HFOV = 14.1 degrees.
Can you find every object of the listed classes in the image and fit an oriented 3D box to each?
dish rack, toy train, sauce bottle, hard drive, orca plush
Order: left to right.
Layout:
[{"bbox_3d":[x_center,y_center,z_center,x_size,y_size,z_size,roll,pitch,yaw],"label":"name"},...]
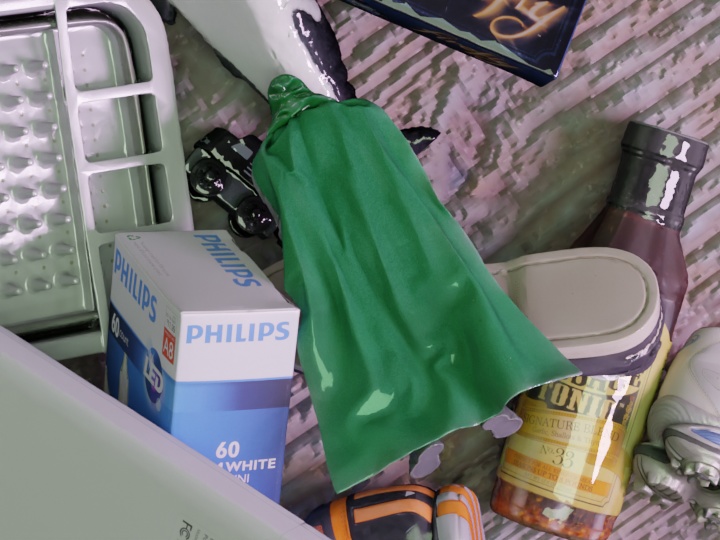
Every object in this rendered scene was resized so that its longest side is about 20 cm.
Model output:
[{"bbox_3d":[-0.178,-0.039,1.339,0.199,0.043,0.172,-11,96,-30],"label":"dish rack"},{"bbox_3d":[-0.110,0.126,1.282,0.200,0.027,0.132,31,118,24],"label":"hard drive"},{"bbox_3d":[-0.034,-0.134,1.366,0.200,0.105,0.071,43,58,-5],"label":"orca plush"},{"bbox_3d":[0.000,0.000,1.399,0.200,0.034,0.046,39,79,-7],"label":"toy train"},{"bbox_3d":[0.117,0.028,1.397,0.066,0.066,0.201,15,92,-7],"label":"sauce bottle"}]

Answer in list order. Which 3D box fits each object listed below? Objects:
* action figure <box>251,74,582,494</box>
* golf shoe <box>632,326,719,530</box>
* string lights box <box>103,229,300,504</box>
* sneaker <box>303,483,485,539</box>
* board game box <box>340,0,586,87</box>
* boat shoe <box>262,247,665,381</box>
[{"bbox_3d":[0.005,-0.007,1.304,0.118,0.055,0.200,-23,66,-5],"label":"action figure"},{"bbox_3d":[0.226,0.097,1.409,0.200,0.078,0.097,32,56,-25],"label":"golf shoe"},{"bbox_3d":[-0.079,0.092,1.332,0.059,0.103,0.201,-2,111,-21],"label":"string lights box"},{"bbox_3d":[0.011,0.198,1.402,0.112,0.078,0.201,-5,101,10],"label":"sneaker"},{"bbox_3d":[0.018,-0.183,1.298,0.199,0.035,0.136,22,84,-8],"label":"board game box"},{"bbox_3d":[0.042,0.030,1.349,0.199,0.063,0.073,-2,61,13],"label":"boat shoe"}]
